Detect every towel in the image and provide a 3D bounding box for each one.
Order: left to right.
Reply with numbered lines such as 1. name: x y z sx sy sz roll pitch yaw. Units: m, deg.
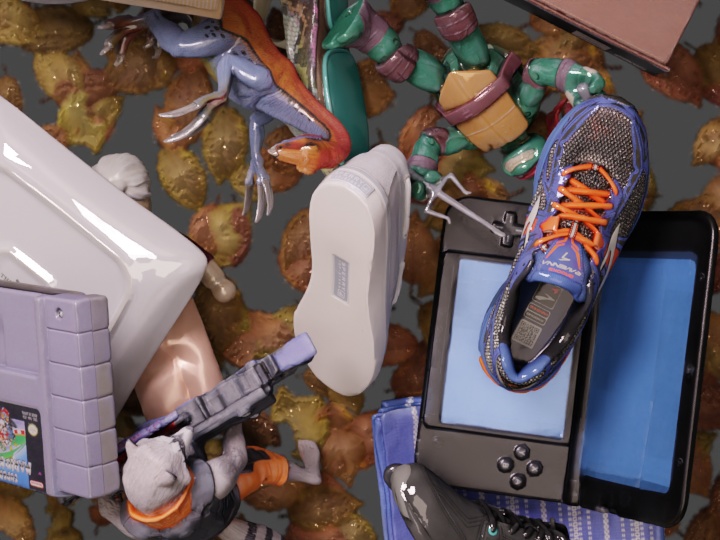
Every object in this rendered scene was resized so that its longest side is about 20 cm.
1. towel: 0.112 0.155 1.184 0.199 0.024 0.146 -5 97 5

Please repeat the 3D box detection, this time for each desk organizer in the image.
1. desk organizer: 0.127 -0.208 1.116 0.199 0.072 0.077 27 96 0

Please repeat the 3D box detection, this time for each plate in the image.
1. plate: -0.229 0.015 1.152 0.199 0.032 0.200 37 110 10

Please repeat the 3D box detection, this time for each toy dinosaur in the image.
1. toy dinosaur: -0.077 -0.133 1.092 0.181 0.105 0.201 18 97 25

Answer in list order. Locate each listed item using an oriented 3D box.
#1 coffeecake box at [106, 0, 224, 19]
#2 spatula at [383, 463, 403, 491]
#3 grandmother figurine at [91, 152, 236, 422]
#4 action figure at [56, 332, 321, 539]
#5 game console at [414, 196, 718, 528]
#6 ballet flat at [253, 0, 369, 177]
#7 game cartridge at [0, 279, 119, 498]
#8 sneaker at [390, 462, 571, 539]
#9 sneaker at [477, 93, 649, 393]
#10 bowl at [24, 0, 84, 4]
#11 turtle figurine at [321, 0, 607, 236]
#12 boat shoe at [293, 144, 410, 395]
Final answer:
1. coffeecake box: -0.145 -0.268 1.034 0.153 0.073 0.201 8 66 -6
2. spatula: 0.082 0.203 1.170 0.056 0.021 0.200 -38 105 15
3. grandmother figurine: -0.149 0.017 1.171 0.121 0.061 0.201 -16 92 -7
4. action figure: -0.085 0.135 1.110 0.200 0.193 0.105 -35 64 14
5. game console: 0.130 0.054 1.109 0.175 0.116 0.201 7 87 3
6. ballet flat: -0.037 -0.152 1.142 0.071 0.069 0.201 -4 93 23
7. game cartridge: -0.231 0.071 1.089 0.199 0.038 0.131 6 98 43
8. sneaker: 0.099 0.185 1.119 0.079 0.075 0.200 -40 114 9
9. sneaker: 0.130 -0.011 1.049 0.075 0.078 0.201 17 99 1
10. bowl: -0.203 -0.250 1.105 0.200 0.090 0.202 4 67 -9
11. turtle figurine: 0.076 -0.109 1.113 0.150 0.101 0.200 -40 111 11
12. boat shoe: 0.000 0.000 1.127 0.072 0.068 0.201 26 139 27
